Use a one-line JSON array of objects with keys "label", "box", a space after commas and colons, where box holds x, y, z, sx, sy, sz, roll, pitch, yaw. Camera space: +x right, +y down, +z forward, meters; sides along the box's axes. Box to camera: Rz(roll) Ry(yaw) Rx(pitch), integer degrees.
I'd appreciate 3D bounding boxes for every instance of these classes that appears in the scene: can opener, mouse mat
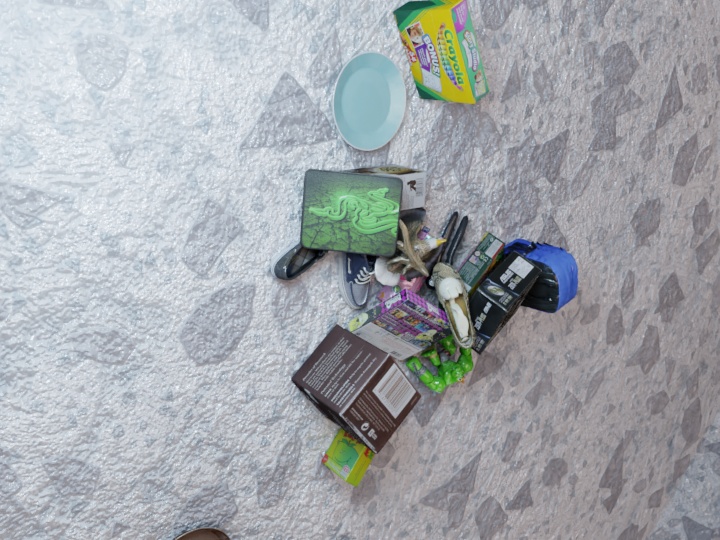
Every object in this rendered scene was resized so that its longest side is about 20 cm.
[{"label": "can opener", "box": [0.208, -0.047, 1.775, 0.062, 0.079, 0.204, 17, 90, -2]}, {"label": "mouse mat", "box": [-0.019, -0.113, 1.450, 0.196, 0.008, 0.164, 5, 107, -1]}]

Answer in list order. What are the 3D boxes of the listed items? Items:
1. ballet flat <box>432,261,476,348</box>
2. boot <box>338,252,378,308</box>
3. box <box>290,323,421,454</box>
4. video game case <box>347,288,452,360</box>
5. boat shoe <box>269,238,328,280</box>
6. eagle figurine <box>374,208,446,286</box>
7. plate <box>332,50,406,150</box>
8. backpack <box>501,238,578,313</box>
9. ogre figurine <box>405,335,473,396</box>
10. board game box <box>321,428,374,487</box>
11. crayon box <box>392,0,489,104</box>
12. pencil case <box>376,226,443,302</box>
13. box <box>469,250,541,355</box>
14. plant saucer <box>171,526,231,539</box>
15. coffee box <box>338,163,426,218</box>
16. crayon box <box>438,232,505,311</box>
[{"label": "ballet flat", "box": [0.214, 0.079, 1.624, 0.067, 0.075, 0.203, -18, 94, 4]}, {"label": "boot", "box": [0.000, 0.000, 1.588, 0.072, 0.090, 0.203, -24, 118, -31]}, {"label": "box", "box": [-0.009, 0.255, 1.590, 0.165, 0.199, 0.167, -49, 128, -15]}, {"label": "video game case", "box": [0.098, 0.128, 1.672, 0.199, 0.180, 0.036, 30, 40, -40]}, {"label": "boat shoe", "box": [-0.098, -0.047, 1.508, 0.199, 0.066, 0.071, -37, 124, -24]}, {"label": "eagle figurine", "box": [0.115, -0.050, 1.570, 0.148, 0.200, 0.154, 14, 108, -1]}, {"label": "plate", "box": [0.015, -0.354, 1.531, 0.198, 0.025, 0.204, -13, 111, -36]}, {"label": "backpack", "box": [0.473, 0.005, 1.905, 0.166, 0.199, 0.165, -29, 120, -28]}, {"label": "ogre figurine", "box": [0.217, 0.228, 1.843, 0.199, 0.097, 0.122, -37, 108, -43]}, {"label": "board game box", "box": [0.000, 0.386, 1.705, 0.047, 0.101, 0.202, 37, 80, -39]}, {"label": "crayon box", "box": [0.169, -0.456, 1.525, 0.058, 0.171, 0.202, -38, 124, -23]}, {"label": "pencil case", "box": [0.118, 0.002, 1.691, 0.087, 0.087, 0.202, 38, 80, -40]}, {"label": "box", "box": [0.327, 0.075, 1.748, 0.199, 0.086, 0.165, -39, 158, -42]}, {"label": "plant saucer", "box": [-0.358, 0.626, 1.534, 0.198, 0.034, 0.204, -14, 114, -35]}, {"label": "coffee box", "box": [0.029, -0.170, 1.543, 0.197, 0.112, 0.081, -12, 112, -35]}, {"label": "crayon box", "box": [0.268, 0.030, 1.777, 0.201, 0.058, 0.173, -51, 161, -14]}]
